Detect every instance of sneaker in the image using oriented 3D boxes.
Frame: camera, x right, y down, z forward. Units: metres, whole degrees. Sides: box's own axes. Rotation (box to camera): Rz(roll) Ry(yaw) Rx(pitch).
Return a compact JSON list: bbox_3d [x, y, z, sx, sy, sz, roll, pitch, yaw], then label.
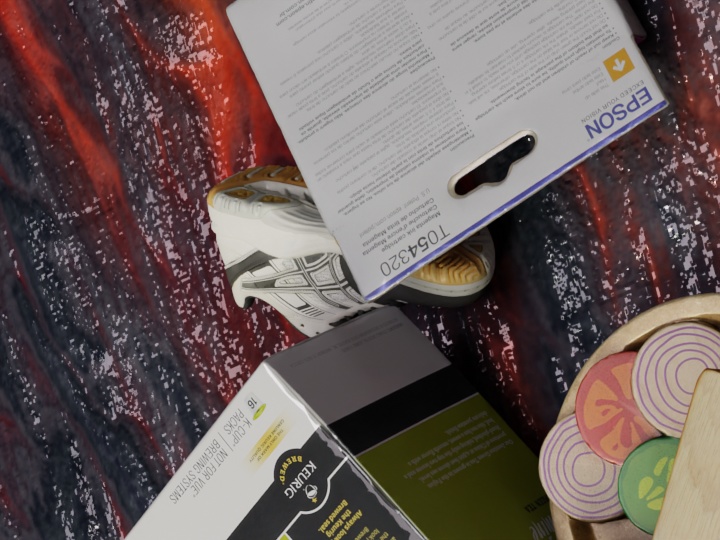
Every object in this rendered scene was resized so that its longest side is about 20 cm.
[{"bbox_3d":[0.000,0.000,1.536,0.200,0.076,0.088,17,122,43],"label":"sneaker"}]

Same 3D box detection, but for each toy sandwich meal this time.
[{"bbox_3d":[0.171,0.105,1.332,0.204,0.070,0.206,-3,85,31],"label":"toy sandwich meal"}]

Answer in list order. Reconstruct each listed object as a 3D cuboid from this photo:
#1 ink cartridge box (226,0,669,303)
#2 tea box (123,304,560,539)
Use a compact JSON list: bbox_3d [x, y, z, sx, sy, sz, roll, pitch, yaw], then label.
[{"bbox_3d":[0.047,-0.111,1.454,0.196,0.043,0.201,-33,67,17],"label":"ink cartridge box"},{"bbox_3d":[-0.004,0.164,1.455,0.197,0.133,0.200,48,123,14],"label":"tea box"}]
